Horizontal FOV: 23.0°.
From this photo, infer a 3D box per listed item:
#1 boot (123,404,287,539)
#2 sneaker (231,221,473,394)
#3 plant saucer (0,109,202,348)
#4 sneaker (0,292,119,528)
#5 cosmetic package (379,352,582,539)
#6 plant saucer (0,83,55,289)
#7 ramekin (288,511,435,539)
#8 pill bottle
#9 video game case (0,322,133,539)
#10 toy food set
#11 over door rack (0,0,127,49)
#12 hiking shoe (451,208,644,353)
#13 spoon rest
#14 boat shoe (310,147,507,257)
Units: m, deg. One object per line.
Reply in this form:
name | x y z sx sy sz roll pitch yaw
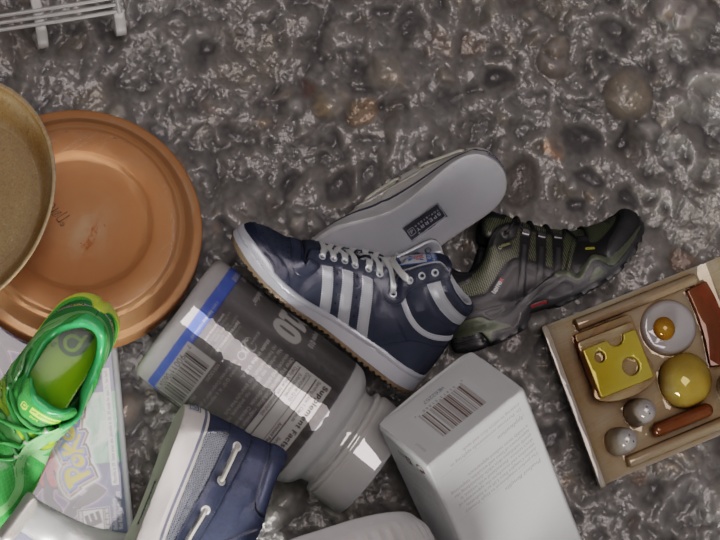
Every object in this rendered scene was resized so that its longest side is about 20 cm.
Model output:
boot | -0.127 0.208 1.312 0.090 0.073 0.202 24 84 -13
sneaker | 0.000 0.000 1.403 0.200 0.070 0.109 38 104 -18
plant saucer | -0.224 -0.035 1.413 0.198 0.032 0.202 4 71 -10
sneaker | -0.252 0.106 1.336 0.074 0.084 0.201 29 91 -8
cosmetic package | 0.098 0.174 1.387 0.101 0.074 0.201 -35 130 -16
plant saucer | -0.322 -0.053 1.375 0.198 0.035 0.202 -5 71 14
ramekin | -0.019 0.254 1.342 0.200 0.203 0.095 -14 72 -14
pill bottle | -0.067 0.094 1.396 0.199 0.114 0.114 37 75 -4
video game case | -0.277 0.118 1.393 0.180 0.023 0.202 -4 81 -13
toy food set | 0.262 0.081 1.498 0.198 0.060 0.145 -20 85 -15
over door rack | -0.275 -0.281 1.433 0.146 0.067 0.202 -11 103 -14
hiking shoe | 0.146 -0.015 1.482 0.199 0.076 0.101 -30 91 -15
spoon rest | -0.193 0.233 1.365 0.200 0.061 0.100 41 84 -25
boat shoe | 0.029 -0.040 1.465 0.199 0.066 0.072 -36 104 7
